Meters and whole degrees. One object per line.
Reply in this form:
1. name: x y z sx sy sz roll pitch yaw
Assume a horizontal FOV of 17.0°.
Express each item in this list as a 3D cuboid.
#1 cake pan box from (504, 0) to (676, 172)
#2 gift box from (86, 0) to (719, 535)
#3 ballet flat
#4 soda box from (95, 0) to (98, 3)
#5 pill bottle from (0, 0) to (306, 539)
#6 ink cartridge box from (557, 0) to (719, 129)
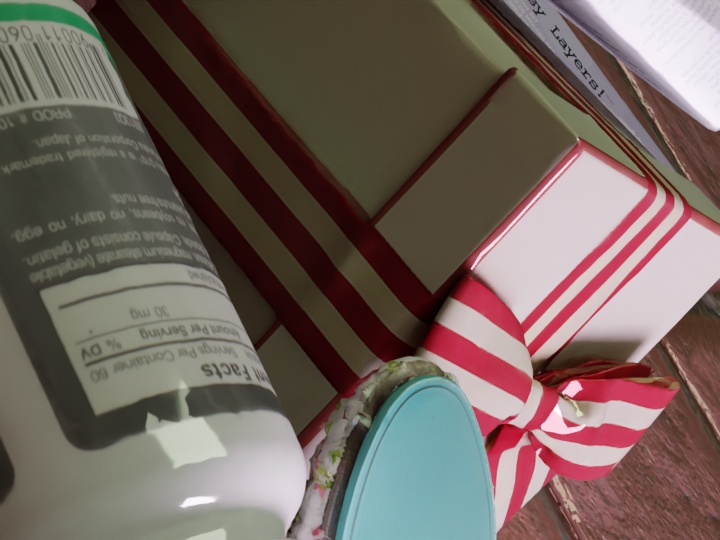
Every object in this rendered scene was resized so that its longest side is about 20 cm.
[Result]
1. cake pan box: 0.060 -0.051 1.028 0.200 0.052 0.184 54 28 -3
2. gift box: 0.000 0.000 0.800 0.187 0.200 0.184 48 17 27
3. ballet flat: 0.004 0.120 0.690 0.075 0.064 0.201 -15 106 -37
4. soda box: -0.055 -0.121 0.850 0.063 0.070 0.200 24 -30 17
5. pill bottle: -0.083 0.035 0.631 0.113 0.113 0.201 16 45 -62
6. ink cartridge box: 0.068 -0.126 0.874 0.200 0.041 0.200 38 8 -34
